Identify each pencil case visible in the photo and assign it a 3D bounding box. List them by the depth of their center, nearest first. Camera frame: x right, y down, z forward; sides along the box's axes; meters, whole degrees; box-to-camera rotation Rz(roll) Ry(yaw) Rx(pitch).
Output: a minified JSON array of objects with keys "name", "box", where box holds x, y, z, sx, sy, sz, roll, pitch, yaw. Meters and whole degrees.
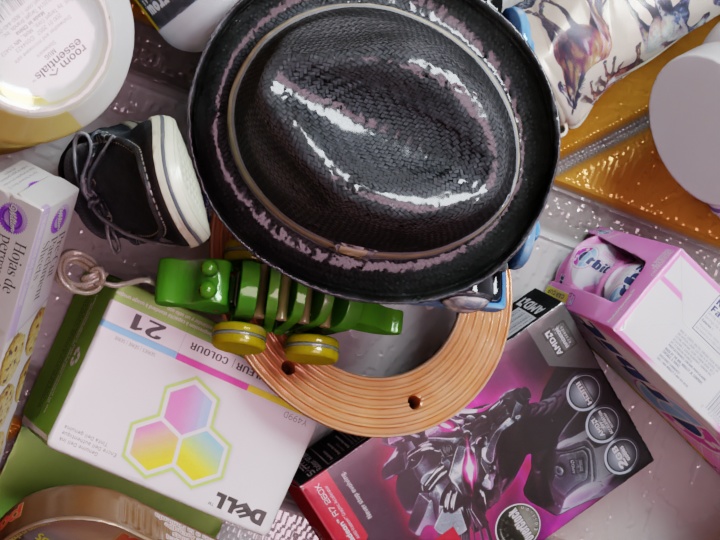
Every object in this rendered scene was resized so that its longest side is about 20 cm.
[{"name":"pencil case","box":[0.170,-0.163,1.567,0.200,0.078,0.090,-36,84,-12]}]

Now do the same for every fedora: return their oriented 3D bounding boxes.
[{"name":"fedora","box":[0.010,-0.074,1.351,0.200,0.092,0.201,0,90,-4]}]

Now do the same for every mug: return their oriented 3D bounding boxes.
[{"name":"mug","box":[-0.193,-0.112,1.405,0.149,0.153,0.187,5,96,-21]}]

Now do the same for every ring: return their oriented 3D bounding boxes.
[{"name":"ring","box":[0.000,0.000,1.511,0.200,0.019,0.201,9,71,-27]}]

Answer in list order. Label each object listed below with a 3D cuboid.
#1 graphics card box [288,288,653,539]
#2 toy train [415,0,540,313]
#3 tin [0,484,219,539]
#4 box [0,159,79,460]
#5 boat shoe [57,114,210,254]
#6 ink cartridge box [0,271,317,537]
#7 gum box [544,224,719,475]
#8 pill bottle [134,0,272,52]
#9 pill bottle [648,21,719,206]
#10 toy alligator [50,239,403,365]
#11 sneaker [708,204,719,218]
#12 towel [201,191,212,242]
[{"name":"graphics card box","box":[0.065,0.118,1.577,0.200,0.051,0.126,-34,108,-10]},{"name":"toy train","box":[0.049,-0.069,1.477,0.086,0.114,0.201,4,76,-20]},{"name":"tin","box":[-0.123,0.191,1.492,0.200,0.042,0.112,29,124,-22]},{"name":"box","box":[-0.204,0.036,1.432,0.039,0.041,0.200,27,118,14]},{"name":"boat shoe","box":[-0.125,-0.046,1.414,0.062,0.200,0.075,-19,101,-12]},{"name":"ink cartridge box","box":[-0.125,0.120,1.501,0.148,0.076,0.200,25,87,-21]},{"name":"gum box","box":[0.209,0.059,1.592,0.200,0.113,0.066,43,83,-20]},{"name":"pill bottle","box":[-0.089,-0.193,1.436,0.112,0.112,0.200,-39,96,-11]},{"name":"pill bottle","box":[0.273,-0.114,1.561,0.200,0.116,0.116,-26,106,-36]},{"name":"toy alligator","box":[-0.068,0.011,1.426,0.199,0.054,0.060,10,74,-12]},{"name":"sneaker","box":[0.313,-0.023,1.644,0.200,0.073,0.115,-8,104,-18]},{"name":"towel","box":[-0.024,-0.112,1.539,0.144,0.024,0.201,2,98,-22]}]
